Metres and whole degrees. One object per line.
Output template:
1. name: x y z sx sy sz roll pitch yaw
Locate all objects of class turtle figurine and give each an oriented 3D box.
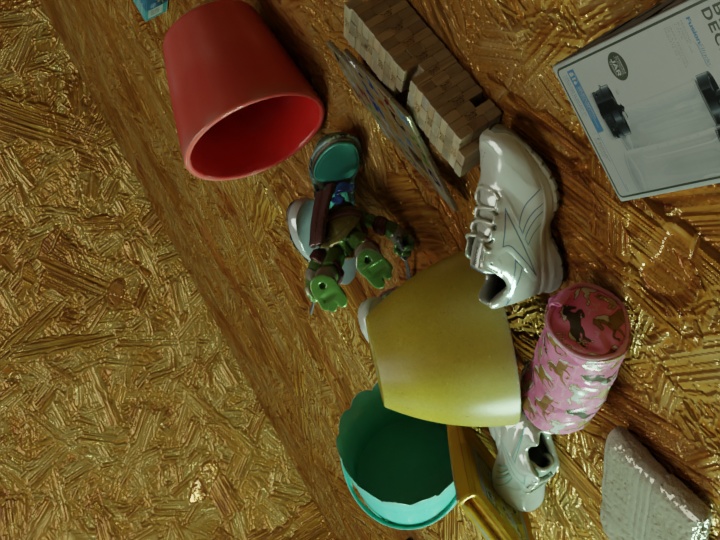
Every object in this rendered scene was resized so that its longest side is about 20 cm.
1. turtle figurine: 0.000 0.000 1.309 0.194 0.142 0.203 -89 2 -69

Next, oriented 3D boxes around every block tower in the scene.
1. block tower: 0.061 -0.190 1.007 0.201 0.057 0.054 52 162 19

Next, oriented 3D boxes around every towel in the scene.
1. towel: 0.310 0.263 1.088 0.133 0.034 0.201 45 157 38

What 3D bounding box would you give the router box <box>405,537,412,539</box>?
1. router box: 0.154 0.676 2.210 0.151 0.051 0.200 65 163 -13

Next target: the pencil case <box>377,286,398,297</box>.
1. pencil case: 0.072 0.114 1.432 0.087 0.087 0.201 44 158 40

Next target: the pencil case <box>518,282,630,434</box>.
1. pencil case: 0.207 0.090 1.013 0.201 0.085 0.084 92 -179 -61

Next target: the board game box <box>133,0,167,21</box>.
1. board game box: -0.392 -0.545 1.739 0.202 0.047 0.151 60 164 1

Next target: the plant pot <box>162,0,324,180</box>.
1. plant pot: -0.170 -0.248 1.380 0.201 0.198 0.179 102 145 -66

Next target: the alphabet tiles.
1. alphabet tiles: 0.028 -0.169 1.122 0.200 0.008 0.167 52 179 39

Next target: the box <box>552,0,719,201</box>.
1. box: 0.217 -0.118 0.663 0.118 0.060 0.200 62 163 -8

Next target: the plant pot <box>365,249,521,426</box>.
1. plant pot: 0.083 0.087 1.143 0.200 0.140 0.203 167 90 -87

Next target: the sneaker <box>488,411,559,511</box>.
1. sneaker: 0.209 0.245 1.291 0.080 0.070 0.202 38 153 44

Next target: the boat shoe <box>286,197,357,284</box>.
1. boat shoe: -0.065 -0.045 1.431 0.066 0.071 0.200 21 168 30

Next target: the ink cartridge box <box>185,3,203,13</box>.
1. ink cartridge box: -0.198 -0.312 1.582 0.119 0.042 0.202 23 138 63

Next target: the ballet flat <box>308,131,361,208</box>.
1. ballet flat: -0.038 -0.140 1.372 0.075 0.074 0.201 53 158 20

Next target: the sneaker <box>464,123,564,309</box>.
1. sneaker: 0.139 -0.043 0.973 0.074 0.086 0.202 40 154 52

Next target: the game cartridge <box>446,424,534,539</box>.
1. game cartridge: 0.177 0.303 1.368 0.177 0.032 0.200 53 -165 -18

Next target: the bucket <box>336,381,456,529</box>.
1. bucket: 0.070 0.277 1.537 0.208 0.206 0.135 49 166 31

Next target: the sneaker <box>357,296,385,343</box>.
1. sneaker: 0.093 0.081 1.286 0.198 0.079 0.099 27 149 -9
